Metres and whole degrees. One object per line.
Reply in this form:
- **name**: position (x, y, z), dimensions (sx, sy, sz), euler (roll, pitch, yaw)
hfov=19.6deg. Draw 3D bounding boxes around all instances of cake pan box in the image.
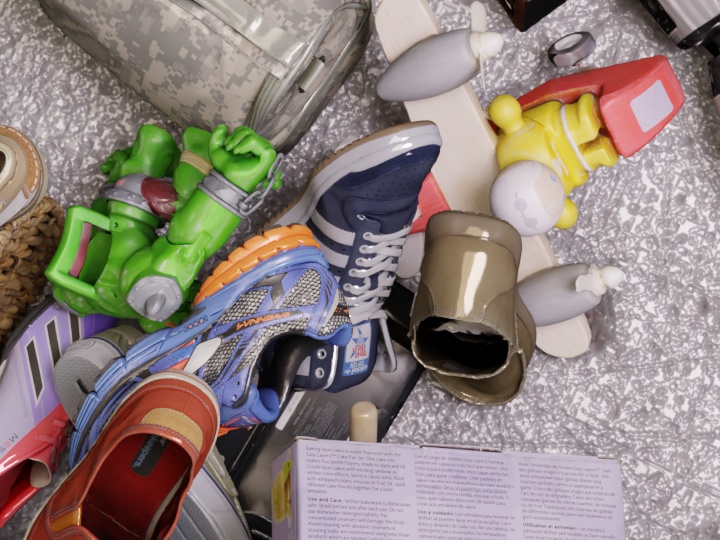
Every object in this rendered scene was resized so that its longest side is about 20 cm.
- **cake pan box**: position (0.053, 0.185, 1.085), dimensions (0.199, 0.052, 0.185), euler (4, 69, -19)

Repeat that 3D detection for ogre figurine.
- **ogre figurine**: position (-0.125, -0.025, 1.234), dimensions (0.199, 0.098, 0.120), euler (14, 69, 43)

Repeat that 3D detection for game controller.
- **game controller**: position (-0.036, 0.089, 1.313), dimensions (0.104, 0.042, 0.201), euler (32, 89, -11)

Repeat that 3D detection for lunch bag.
- **lunch bag**: position (-0.100, -0.167, 1.256), dimensions (0.200, 0.168, 0.140), euler (37, 89, 4)

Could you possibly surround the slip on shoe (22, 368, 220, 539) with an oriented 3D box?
- **slip on shoe**: position (-0.139, 0.145, 1.134), dimensions (0.074, 0.061, 0.201), euler (29, 111, -8)

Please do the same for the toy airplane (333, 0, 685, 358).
- **toy airplane**: position (0.079, -0.056, 1.257), dimensions (0.199, 0.141, 0.200), euler (16, 109, -12)

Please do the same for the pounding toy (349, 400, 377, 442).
- **pounding toy**: position (0.026, 0.187, 1.220), dimensions (0.142, 0.200, 0.185), euler (25, 88, 3)

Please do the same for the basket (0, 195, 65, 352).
- **basket**: position (-0.273, -0.017, 1.239), dimensions (0.149, 0.200, 0.143), euler (31, 90, 3)

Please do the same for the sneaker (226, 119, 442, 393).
- **sneaker**: position (0.000, 0.000, 1.210), dimensions (0.070, 0.200, 0.109), euler (-11, 70, -39)

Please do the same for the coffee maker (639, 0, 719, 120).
- **coffee maker**: position (0.284, -0.146, 1.275), dimensions (0.191, 0.135, 0.201), euler (-28, 88, -23)

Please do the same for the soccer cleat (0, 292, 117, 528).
- **soccer cleat**: position (-0.198, 0.090, 1.270), dimensions (0.073, 0.068, 0.200), euler (20, 60, 30)

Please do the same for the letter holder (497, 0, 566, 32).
- **letter holder**: position (0.140, -0.269, 1.288), dimensions (0.200, 0.101, 0.142), euler (-36, 85, 0)

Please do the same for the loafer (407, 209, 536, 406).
- **loafer**: position (0.060, 0.036, 1.229), dimensions (0.076, 0.200, 0.068), euler (11, 64, 15)

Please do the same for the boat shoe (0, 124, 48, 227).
- **boat shoe**: position (-0.262, -0.019, 1.105), dimensions (0.199, 0.068, 0.075), euler (-33, 88, -1)

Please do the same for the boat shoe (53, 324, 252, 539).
- **boat shoe**: position (-0.108, 0.121, 1.257), dimensions (0.072, 0.062, 0.201), euler (-26, 96, 40)

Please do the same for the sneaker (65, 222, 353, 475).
- **sneaker**: position (-0.085, 0.064, 1.163), dimensions (0.200, 0.075, 0.079), euler (-46, 66, 10)
